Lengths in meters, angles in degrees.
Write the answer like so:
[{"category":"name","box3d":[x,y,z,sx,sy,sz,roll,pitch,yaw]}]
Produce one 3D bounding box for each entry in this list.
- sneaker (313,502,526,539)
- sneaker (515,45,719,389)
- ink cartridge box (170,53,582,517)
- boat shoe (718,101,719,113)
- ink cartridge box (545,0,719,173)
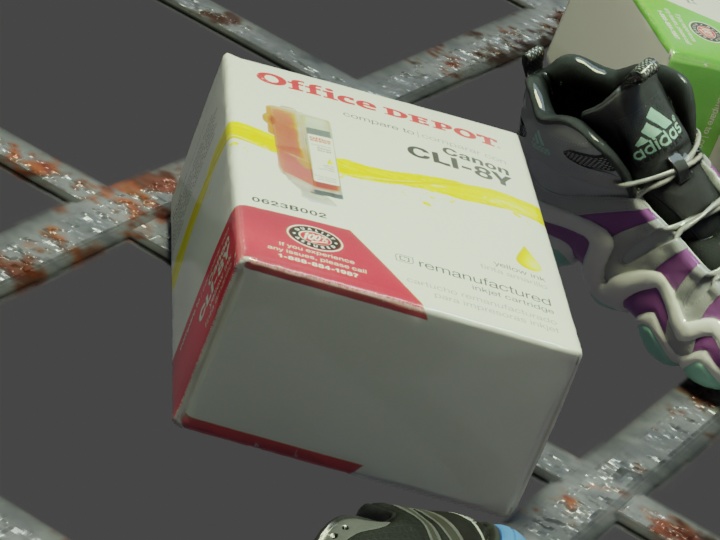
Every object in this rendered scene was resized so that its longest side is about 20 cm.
[{"category":"sneaker","box3d":[0.003,0.130,0.952,0.083,0.071,0.200,19,19,7]},{"category":"sneaker","box3d":[0.141,-0.036,1.289,0.200,0.140,0.078,31,54,32]},{"category":"ink cartridge box","box3d":[0.000,0.000,1.185,0.145,0.083,0.200,15,25,-13]},{"category":"boat shoe","box3d":[0.209,-0.072,1.371,0.065,0.072,0.200,-17,22,22]},{"category":"ink cartridge box","box3d":[0.221,-0.097,1.552,0.200,0.084,0.146,12,28,-20]}]
